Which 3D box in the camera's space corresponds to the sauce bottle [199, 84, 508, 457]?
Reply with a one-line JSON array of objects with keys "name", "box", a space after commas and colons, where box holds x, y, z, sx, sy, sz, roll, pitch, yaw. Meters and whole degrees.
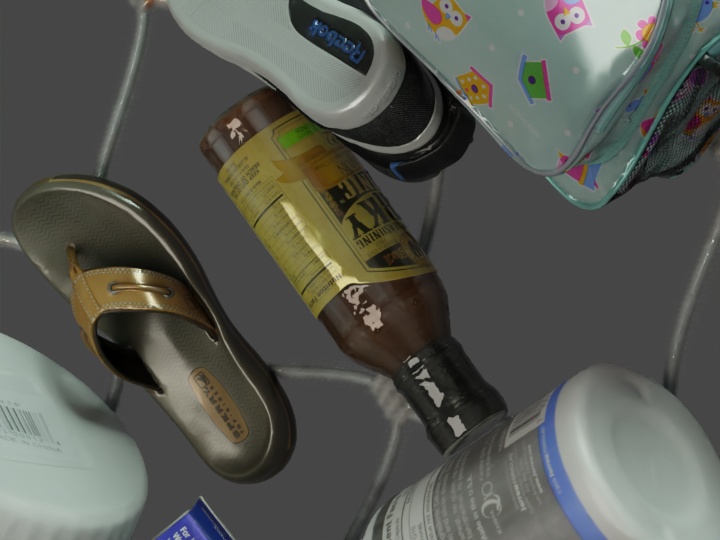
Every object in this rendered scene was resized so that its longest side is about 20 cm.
[{"name": "sauce bottle", "box": [0.000, 0.000, 1.436, 0.065, 0.065, 0.200, -43, 78, 32]}]

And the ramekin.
[{"name": "ramekin", "box": [-0.208, 0.110, 1.523, 0.200, 0.200, 0.098, 38, 112, 15]}]

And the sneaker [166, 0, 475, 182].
[{"name": "sneaker", "box": [-0.018, -0.103, 1.419, 0.073, 0.112, 0.200, -47, 44, 5]}]

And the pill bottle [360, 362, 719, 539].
[{"name": "pill bottle", "box": [0.073, 0.139, 1.413, 0.200, 0.114, 0.114, -37, 85, 34]}]

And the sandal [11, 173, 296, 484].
[{"name": "sandal", "box": [-0.113, 0.033, 1.524, 0.082, 0.055, 0.200, -39, 84, 33]}]

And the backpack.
[{"name": "backpack", "box": [0.110, -0.148, 1.286, 0.176, 0.153, 0.200, 47, 115, 16]}]

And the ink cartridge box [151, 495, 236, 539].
[{"name": "ink cartridge box", "box": [-0.082, 0.187, 1.500, 0.100, 0.039, 0.200, 51, 158, 9]}]
